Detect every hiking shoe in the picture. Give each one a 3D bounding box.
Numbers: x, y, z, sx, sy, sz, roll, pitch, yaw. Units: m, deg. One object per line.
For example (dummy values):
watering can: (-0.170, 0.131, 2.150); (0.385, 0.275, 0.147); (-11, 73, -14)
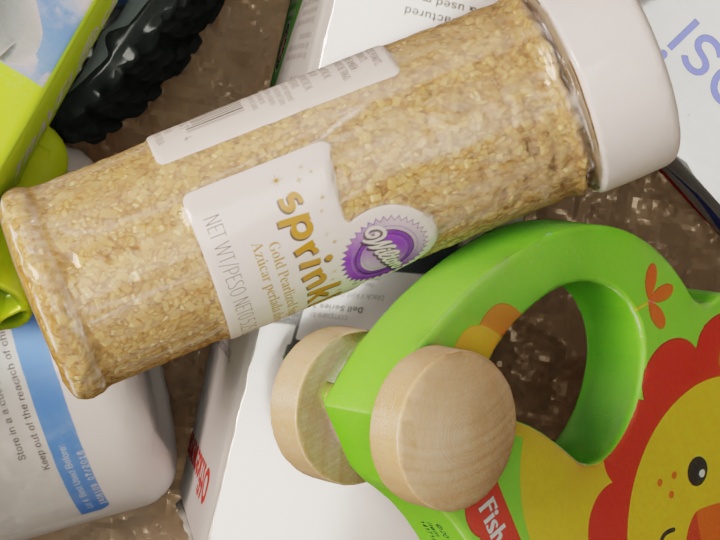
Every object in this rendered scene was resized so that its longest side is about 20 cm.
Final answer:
hiking shoe: (-0.079, -0.136, 0.904); (0.086, 0.074, 0.201); (25, 69, 4)

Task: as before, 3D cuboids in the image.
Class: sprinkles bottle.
sprinkles bottle: (-0.006, -0.028, 0.767); (0.199, 0.068, 0.069); (-22, 91, -5)

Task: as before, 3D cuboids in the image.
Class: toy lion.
toy lion: (0.085, 0.069, 0.819); (0.191, 0.068, 0.201); (-38, 118, -31)

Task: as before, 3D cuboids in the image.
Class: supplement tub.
supplement tub: (-0.174, 0.042, 0.891); (0.198, 0.132, 0.133); (-15, 91, 1)

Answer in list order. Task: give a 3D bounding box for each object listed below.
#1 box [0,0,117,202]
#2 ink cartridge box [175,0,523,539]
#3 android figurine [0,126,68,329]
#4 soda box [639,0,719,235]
box: (-0.135, -0.104, 0.802); (0.121, 0.048, 0.201); (26, 61, -3)
ink cartridge box: (0.000, 0.000, 0.877); (0.084, 0.146, 0.202); (12, 92, -7)
android figurine: (-0.182, -0.020, 0.832); (0.181, 0.041, 0.201); (2, 56, 15)
soda box: (0.146, -0.046, 0.916); (0.068, 0.063, 0.200); (-44, 91, 0)
